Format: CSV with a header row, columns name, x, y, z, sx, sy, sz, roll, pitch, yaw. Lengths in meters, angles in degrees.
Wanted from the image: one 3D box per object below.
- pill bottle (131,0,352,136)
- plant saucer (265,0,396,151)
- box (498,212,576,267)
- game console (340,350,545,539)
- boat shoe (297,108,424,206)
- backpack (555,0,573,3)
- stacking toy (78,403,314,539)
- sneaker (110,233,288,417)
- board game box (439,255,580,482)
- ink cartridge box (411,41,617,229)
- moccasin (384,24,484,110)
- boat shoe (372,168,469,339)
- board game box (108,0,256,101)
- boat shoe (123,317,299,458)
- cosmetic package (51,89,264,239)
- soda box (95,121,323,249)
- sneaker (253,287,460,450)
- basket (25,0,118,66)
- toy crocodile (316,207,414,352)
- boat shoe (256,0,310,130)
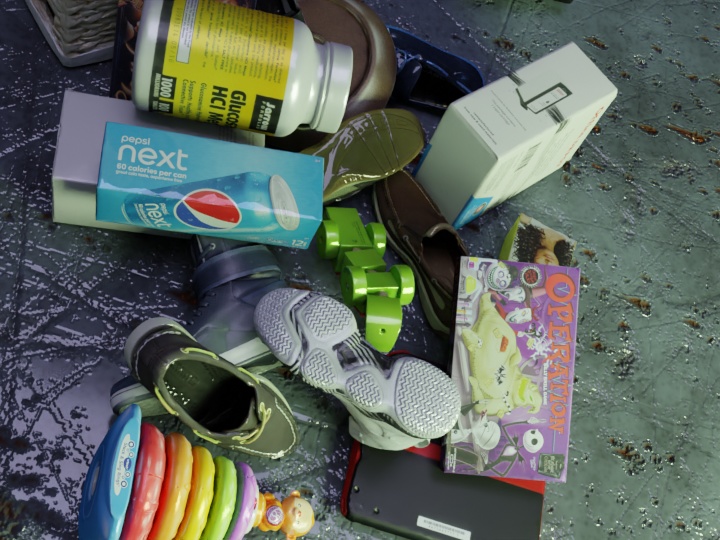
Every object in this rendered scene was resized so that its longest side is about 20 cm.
name,x,y,z,sx,sy,sz,roll,pitch,yaw
pill bottle,-0.112,-0.192,0.846,0.197,0.113,0.114,9,61,-11
plant saucer,-0.059,-0.232,0.980,0.197,0.032,0.203,-1,76,4
box,0.171,0.033,0.930,0.075,0.050,0.201,25,50,-3
game console,0.089,0.181,0.860,0.197,0.031,0.179,19,63,-8
boat shoe,-0.024,-0.113,0.944,0.199,0.066,0.072,-30,96,-21
backpack,0.189,-0.443,1.164,0.197,0.154,0.165,-5,71,-6
stacking toy,-0.128,0.196,0.748,0.198,0.110,0.117,17,56,-22
sneaker,-0.156,0.041,0.820,0.200,0.077,0.147,-21,73,-27
board game box,0.141,0.092,0.835,0.118,0.032,0.203,5,85,-8
ink cartridge box,0.170,-0.149,0.987,0.199,0.146,0.085,-31,73,-30
moccasin,0.058,-0.233,1.031,0.197,0.081,0.069,9,47,-12
boat shoe,0.078,-0.033,0.938,0.074,0.075,0.204,-19,70,-25
board game box,-0.180,-0.239,0.899,0.134,0.202,0.035,7,27,-14
boat shoe,-0.114,0.115,0.746,0.072,0.201,0.060,-50,41,-4
cosmetic package,-0.198,-0.099,0.877,0.197,0.085,0.109,8,60,-13
soda box,-0.135,-0.074,0.802,0.197,0.064,0.069,7,65,-14
sneaker,-0.010,0.098,0.791,0.198,0.115,0.076,30,64,7
basket,-0.257,-0.331,0.957,0.198,0.124,0.136,-25,73,-27
toy crocodile,0.000,0.000,0.885,0.067,0.062,0.201,-1,37,-22
boat shoe,-0.089,-0.244,0.939,0.073,0.063,0.204,-21,76,-4
